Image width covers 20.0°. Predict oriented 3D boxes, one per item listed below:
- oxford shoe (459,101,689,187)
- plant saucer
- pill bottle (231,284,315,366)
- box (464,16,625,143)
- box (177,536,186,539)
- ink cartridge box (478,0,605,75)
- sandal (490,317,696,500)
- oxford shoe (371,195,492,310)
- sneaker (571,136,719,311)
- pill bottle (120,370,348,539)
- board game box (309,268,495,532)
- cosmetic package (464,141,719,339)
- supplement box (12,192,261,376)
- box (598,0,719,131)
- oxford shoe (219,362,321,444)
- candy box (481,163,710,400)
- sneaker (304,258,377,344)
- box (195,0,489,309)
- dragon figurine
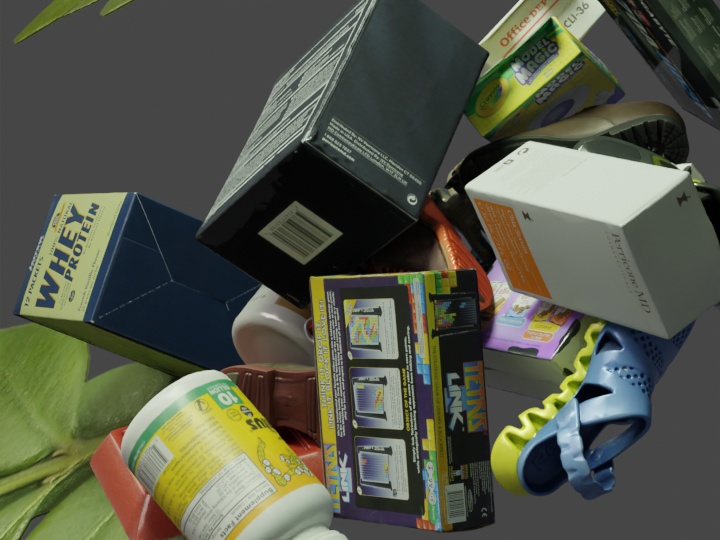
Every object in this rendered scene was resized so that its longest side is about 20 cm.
[{"bbox_3d":[0.186,-0.102,1.777,0.199,0.073,0.084,-9,27,10],"label":"oxford shoe"},{"bbox_3d":[-0.128,0.165,1.797,0.199,0.037,0.200,-14,20,-14],"label":"plant saucer"},{"bbox_3d":[-0.021,0.016,1.888,0.114,0.114,0.200,-12,34,50],"label":"pill bottle"},{"bbox_3d":[0.160,-0.158,1.818,0.117,0.200,0.048,-40,69,11],"label":"box"},{"bbox_3d":[-0.137,0.269,1.774,0.200,0.041,0.119,-46,24,1],"label":"box"},{"bbox_3d":[0.164,-0.216,1.931,0.117,0.067,0.200,-48,-2,-5],"label":"ink cartridge box"},{"bbox_3d":[0.189,0.097,1.505,0.200,0.079,0.087,-53,36,-5],"label":"sandal"},{"bbox_3d":[0.054,-0.004,1.686,0.072,0.071,0.200,-37,24,4],"label":"oxford shoe"},{"bbox_3d":[0.237,-0.049,1.524,0.200,0.085,0.074,37,75,26],"label":"sneaker"},{"bbox_3d":[-0.093,0.186,1.644,0.113,0.113,0.200,-44,68,2],"label":"pill bottle"},{"bbox_3d":[0.031,0.100,1.614,0.165,0.057,0.201,-1,93,57],"label":"board game box"},{"bbox_3d":[0.172,-0.025,1.497,0.071,0.102,0.200,-35,24,-21],"label":"cosmetic package"},{"bbox_3d":[-0.206,0.019,2.043,0.200,0.200,0.135,2,71,59],"label":"supplement box"},{"bbox_3d":[0.261,-0.198,1.686,0.046,0.200,0.159,-42,25,0],"label":"box"},{"bbox_3d":[-0.027,0.110,1.768,0.200,0.071,0.075,12,13,24],"label":"oxford shoe"},{"bbox_3d":[0.182,0.007,1.645,0.200,0.072,0.168,-53,25,-15],"label":"candy box"},{"bbox_3d":[0.000,0.000,1.795,0.071,0.112,0.200,121,142,-55],"label":"sneaker"},{"bbox_3d":[-0.014,-0.105,1.718,0.200,0.123,0.199,-36,25,52],"label":"box"},{"bbox_3d":[0.107,-0.045,1.856,0.059,0.099,0.200,-42,5,9],"label":"dragon figurine"}]
